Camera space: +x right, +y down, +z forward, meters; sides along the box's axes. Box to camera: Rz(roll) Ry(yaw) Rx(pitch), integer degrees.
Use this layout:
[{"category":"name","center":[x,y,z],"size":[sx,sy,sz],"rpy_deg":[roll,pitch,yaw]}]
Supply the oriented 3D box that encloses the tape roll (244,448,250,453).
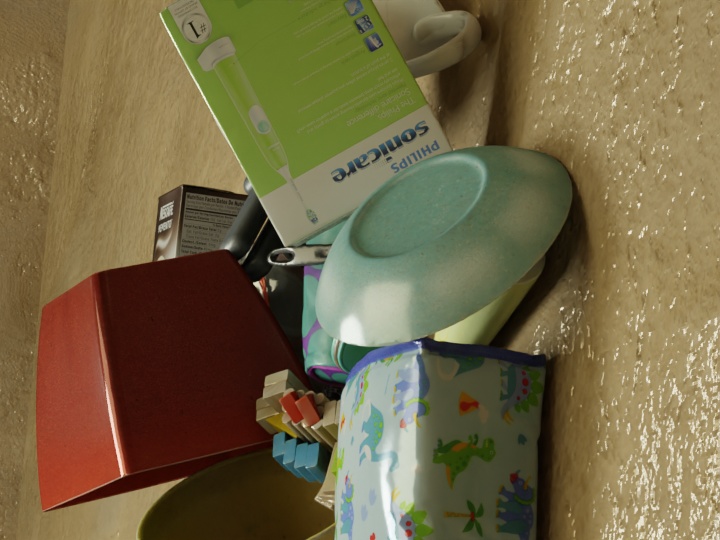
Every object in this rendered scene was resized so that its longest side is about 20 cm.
[{"category":"tape roll","center":[-0.089,0.108,1.988],"size":[0.200,0.066,0.202],"rpy_deg":[-171,90,-73]}]

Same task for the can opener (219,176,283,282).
[{"category":"can opener","center":[-0.087,-0.054,1.899],"size":[0.067,0.053,0.200],"rpy_deg":[-35,18,36]}]

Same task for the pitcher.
[{"category":"pitcher","center":[-0.011,-0.158,1.657],"size":[0.122,0.200,0.171],"rpy_deg":[62,166,-23]}]

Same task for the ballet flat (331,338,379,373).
[{"category":"ballet flat","center":[0.042,-0.008,1.558],"size":[0.200,0.067,0.071],"rpy_deg":[-52,34,25]}]

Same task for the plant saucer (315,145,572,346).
[{"category":"plant saucer","center":[0.047,-0.031,1.422],"size":[0.039,0.200,0.201],"rpy_deg":[57,-177,-28]}]

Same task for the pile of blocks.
[{"category":"pile of blocks","center":[-0.031,0.133,1.636],"size":[0.200,0.062,0.082],"rpy_deg":[17,67,47]}]

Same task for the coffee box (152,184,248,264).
[{"category":"coffee box","center":[-0.158,0.026,2.001],"size":[0.113,0.079,0.201],"rpy_deg":[162,114,-72]}]

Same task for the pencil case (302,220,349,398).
[{"category":"pencil case","center":[0.000,0.000,1.704],"size":[0.085,0.092,0.201],"rpy_deg":[-18,63,46]}]

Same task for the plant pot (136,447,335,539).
[{"category":"plant pot","center":[-0.068,0.252,1.701],"size":[0.200,0.199,0.143],"rpy_deg":[-132,24,-68]}]

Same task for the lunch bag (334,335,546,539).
[{"category":"lunch bag","center":[0.040,0.146,1.447],"size":[0.200,0.127,0.171],"rpy_deg":[-21,62,59]}]

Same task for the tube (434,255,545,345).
[{"category":"tube","center":[0.079,0.033,1.504],"size":[0.052,0.058,0.200],"rpy_deg":[49,152,12]}]

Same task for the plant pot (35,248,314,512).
[{"category":"plant pot","center":[-0.175,0.089,1.803],"size":[0.200,0.199,0.177],"rpy_deg":[-28,75,57]}]

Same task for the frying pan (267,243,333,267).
[{"category":"frying pan","center":[0.015,-0.001,1.626],"size":[0.190,0.031,0.115],"rpy_deg":[-31,65,33]}]

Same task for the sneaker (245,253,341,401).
[{"category":"sneaker","center":[-0.043,0.037,1.858],"size":[0.082,0.077,0.201],"rpy_deg":[-37,56,24]}]

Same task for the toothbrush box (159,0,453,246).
[{"category":"toothbrush box","center":[-0.038,-0.138,1.561],"size":[0.201,0.145,0.086],"rpy_deg":[61,-177,2]}]
